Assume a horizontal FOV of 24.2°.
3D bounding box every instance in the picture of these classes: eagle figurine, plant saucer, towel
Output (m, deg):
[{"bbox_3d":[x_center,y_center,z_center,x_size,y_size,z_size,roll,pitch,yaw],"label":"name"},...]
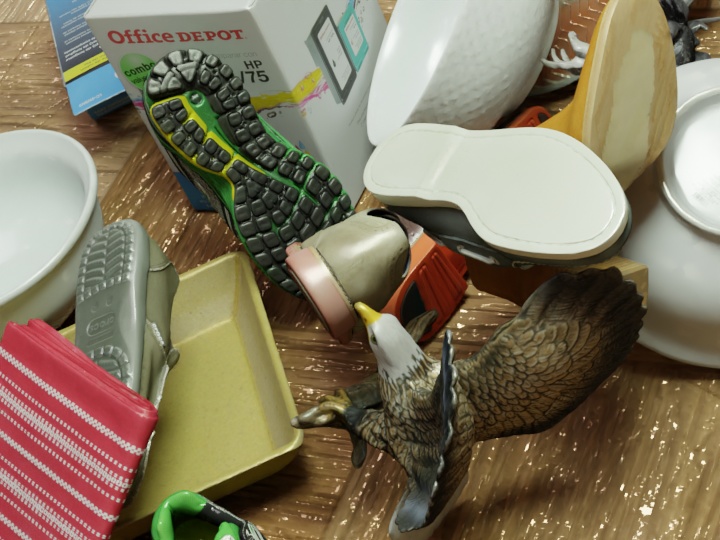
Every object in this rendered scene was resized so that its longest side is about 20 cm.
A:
[{"bbox_3d":[0.050,0.073,0.926,0.200,0.150,0.153,-5,67,53],"label":"eagle figurine"},{"bbox_3d":[-0.140,0.100,1.126,0.199,0.049,0.200,-25,42,3],"label":"plant saucer"},{"bbox_3d":[-0.201,0.144,1.031,0.144,0.022,0.201,29,101,38],"label":"towel"}]

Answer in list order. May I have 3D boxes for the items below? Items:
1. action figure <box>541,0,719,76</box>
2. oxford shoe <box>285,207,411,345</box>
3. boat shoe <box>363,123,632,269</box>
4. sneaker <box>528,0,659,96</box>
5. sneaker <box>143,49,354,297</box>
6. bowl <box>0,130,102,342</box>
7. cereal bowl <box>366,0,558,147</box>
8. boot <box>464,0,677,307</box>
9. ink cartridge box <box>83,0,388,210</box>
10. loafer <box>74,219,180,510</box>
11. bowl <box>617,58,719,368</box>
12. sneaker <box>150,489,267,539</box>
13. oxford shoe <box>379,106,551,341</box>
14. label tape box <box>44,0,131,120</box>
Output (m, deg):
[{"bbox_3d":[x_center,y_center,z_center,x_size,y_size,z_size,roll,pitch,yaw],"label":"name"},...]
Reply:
[{"bbox_3d":[0.174,-0.114,1.130,0.102,0.119,0.201,15,62,28],"label":"action figure"},{"bbox_3d":[0.000,0.000,1.031,0.074,0.071,0.200,-33,5,-1],"label":"oxford shoe"},{"bbox_3d":[0.083,-0.036,0.931,0.200,0.062,0.073,19,71,50],"label":"boat shoe"},{"bbox_3d":[0.176,-0.189,1.246,0.199,0.072,0.080,-28,1,19],"label":"sneaker"},{"bbox_3d":[-0.074,-0.067,1.154,0.078,0.200,0.085,-38,11,-10],"label":"sneaker"},{"bbox_3d":[-0.270,-0.005,1.256,0.200,0.091,0.202,-15,43,14],"label":"bowl"},{"bbox_3d":[0.081,-0.166,1.164,0.083,0.200,0.201,19,45,-13],"label":"cereal bowl"},{"bbox_3d":[0.107,-0.069,0.973,0.071,0.202,0.144,-10,20,-35],"label":"boot"},{"bbox_3d":[-0.077,-0.163,1.242,0.146,0.200,0.146,2,49,29],"label":"ink cartridge box"},{"bbox_3d":[-0.146,0.066,1.075,0.075,0.070,0.201,-14,59,36],"label":"loafer"},{"bbox_3d":[0.221,-0.049,0.997,0.200,0.090,0.202,-2,70,6],"label":"bowl"},{"bbox_3d":[-0.061,0.197,0.961,0.078,0.085,0.200,-44,45,-18],"label":"sneaker"},{"bbox_3d":[0.060,-0.042,1.151,0.072,0.071,0.200,18,59,44],"label":"oxford shoe"},{"bbox_3d":[-0.184,-0.197,1.434,0.143,0.066,0.200,-26,43,2],"label":"label tape box"}]
